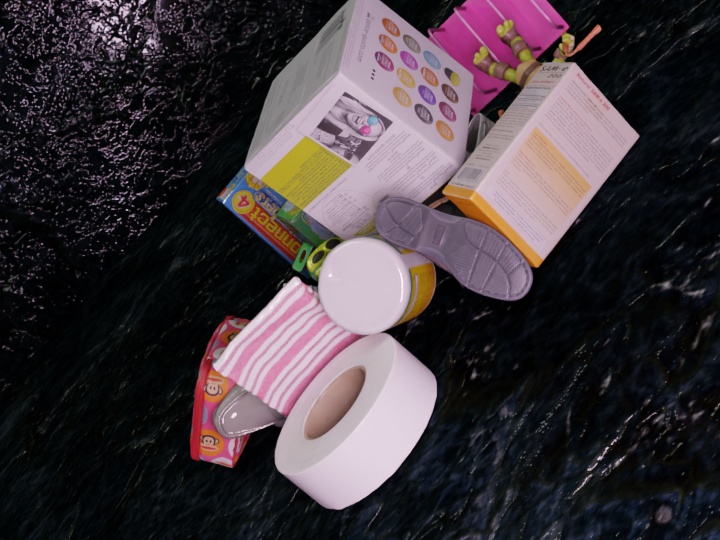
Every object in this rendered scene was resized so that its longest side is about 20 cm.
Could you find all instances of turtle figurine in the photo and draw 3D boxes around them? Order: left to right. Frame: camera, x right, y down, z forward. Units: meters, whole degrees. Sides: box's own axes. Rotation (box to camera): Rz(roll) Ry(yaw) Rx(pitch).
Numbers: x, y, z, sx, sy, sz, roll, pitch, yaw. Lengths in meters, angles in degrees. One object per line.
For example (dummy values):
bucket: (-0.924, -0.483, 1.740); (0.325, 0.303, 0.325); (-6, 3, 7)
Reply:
turtle figurine: (0.241, -0.280, 1.646); (0.161, 0.064, 0.201); (49, 114, 35)

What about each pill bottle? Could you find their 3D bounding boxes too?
pill bottle: (0.029, 0.012, 1.439); (0.113, 0.113, 0.200); (-43, -8, 15)

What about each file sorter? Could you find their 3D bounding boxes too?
file sorter: (0.188, -0.347, 1.777); (0.200, 0.139, 0.125); (-42, -3, 19)

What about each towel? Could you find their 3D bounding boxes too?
towel: (-0.068, 0.108, 1.439); (0.147, 0.200, 0.030); (-49, 43, 0)

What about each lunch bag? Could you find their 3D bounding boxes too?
lunch bag: (-0.178, 0.176, 1.652); (0.200, 0.081, 0.177); (-71, -11, -64)

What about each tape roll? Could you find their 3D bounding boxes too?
tape roll: (-0.007, 0.170, 1.359); (0.202, 0.071, 0.203); (-43, 19, 19)

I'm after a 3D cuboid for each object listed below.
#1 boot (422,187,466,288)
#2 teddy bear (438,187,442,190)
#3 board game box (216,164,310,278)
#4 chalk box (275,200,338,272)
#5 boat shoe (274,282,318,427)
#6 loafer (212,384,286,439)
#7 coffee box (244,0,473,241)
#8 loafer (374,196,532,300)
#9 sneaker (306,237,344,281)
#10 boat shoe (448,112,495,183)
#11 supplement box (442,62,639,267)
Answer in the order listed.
boot: (0.173, -0.063, 1.448); (0.199, 0.078, 0.139); (-33, 43, 0)
teddy bear: (0.079, -0.113, 1.632); (0.200, 0.066, 0.146); (-96, 11, -77)
board game box: (-0.099, -0.126, 1.957); (0.196, 0.200, 0.056); (-51, 20, -4)
chalk box: (-0.048, -0.085, 1.877); (0.200, 0.124, 0.124); (-50, 18, -5)
boat shoe: (-0.103, 0.111, 1.583); (0.071, 0.069, 0.201); (-108, 32, -71)
loafer: (-0.098, 0.152, 1.517); (0.199, 0.070, 0.070); (-34, 13, -8)
coffee box: (0.003, -0.187, 1.494); (0.200, 0.197, 0.200); (-40, 26, 37)
loafer: (0.112, -0.027, 1.350); (0.072, 0.199, 0.063); (-63, -19, 4)
sneaker: (0.000, 0.000, 1.602); (0.199, 0.074, 0.084); (-10, -41, -51)
boat shoe: (0.144, -0.134, 1.624); (0.073, 0.067, 0.201); (-31, 26, 44)
supplement box: (0.206, -0.122, 1.356); (0.200, 0.126, 0.073); (-51, 23, -8)
